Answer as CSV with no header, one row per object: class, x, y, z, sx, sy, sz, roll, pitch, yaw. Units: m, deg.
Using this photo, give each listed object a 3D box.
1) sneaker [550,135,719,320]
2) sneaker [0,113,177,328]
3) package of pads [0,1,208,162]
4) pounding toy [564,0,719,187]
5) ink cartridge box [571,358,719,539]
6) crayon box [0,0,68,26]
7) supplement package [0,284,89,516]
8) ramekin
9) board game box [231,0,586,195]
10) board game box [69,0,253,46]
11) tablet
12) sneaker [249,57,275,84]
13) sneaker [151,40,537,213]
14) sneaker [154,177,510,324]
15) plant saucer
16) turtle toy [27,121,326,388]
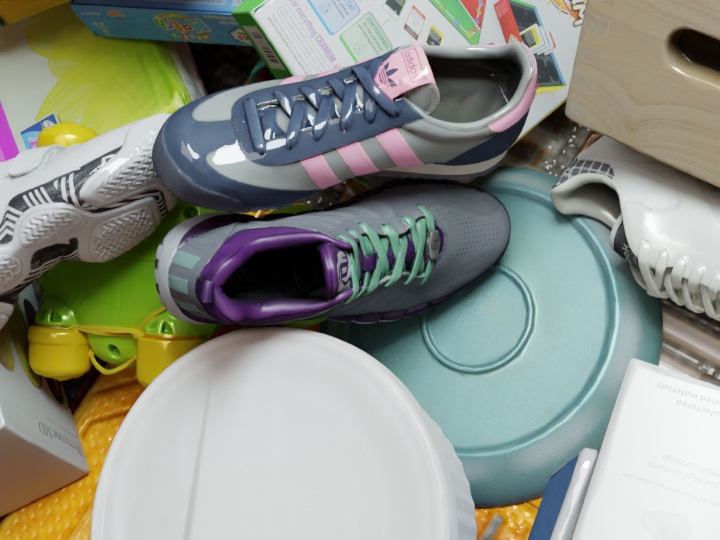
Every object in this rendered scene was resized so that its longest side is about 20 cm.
sneaker,0.186,-0.005,0.743,0.080,0.077,0.200,-32,50,-17
sneaker,-0.187,-0.046,0.760,0.199,0.075,0.116,-34,66,6
package of pads,-0.189,-0.134,0.924,0.153,0.068,0.201,-29,64,5
pounding toy,0.191,-0.140,0.720,0.199,0.143,0.184,28,42,25
ink cartridge box,0.135,0.164,0.659,0.084,0.146,0.202,17,75,20
crayon box,-0.165,-0.227,0.854,0.198,0.051,0.128,-18,57,18
supplement package,-0.255,0.042,0.850,0.109,0.114,0.202,-26,65,5
ramekin,-0.032,0.135,0.738,0.200,0.094,0.205,-6,75,24
board game box,0.051,-0.140,0.796,0.199,0.154,0.040,-39,21,-10
board game box,-0.072,-0.229,0.865,0.150,0.037,0.202,8,67,28
tablet,0.069,0.185,0.680,0.014,0.130,0.202,20,78,6
sneaker,-0.032,-0.160,0.881,0.121,0.084,0.200,-43,64,-13
sneaker,-0.004,-0.082,0.710,0.198,0.082,0.071,-12,68,-23
sneaker,0.000,0.000,0.730,0.198,0.087,0.075,-11,103,-21
plant saucer,0.067,0.029,0.802,0.198,0.027,0.202,-6,68,15
turtle toy,-0.102,-0.006,0.823,0.198,0.101,0.148,5,94,24
